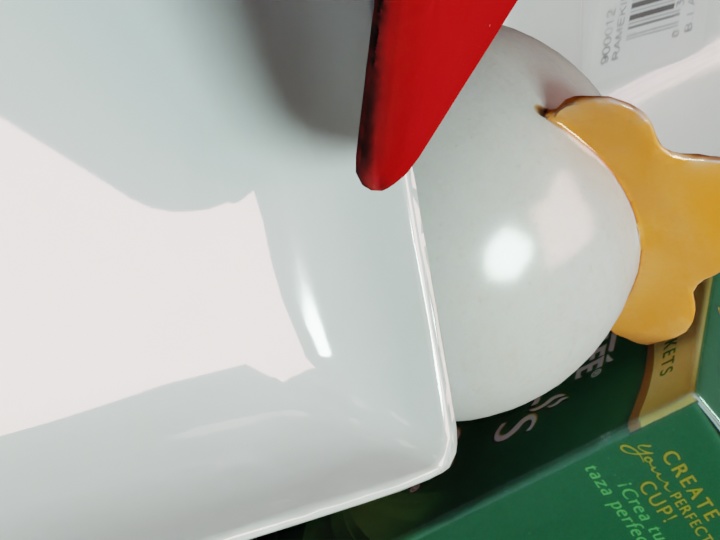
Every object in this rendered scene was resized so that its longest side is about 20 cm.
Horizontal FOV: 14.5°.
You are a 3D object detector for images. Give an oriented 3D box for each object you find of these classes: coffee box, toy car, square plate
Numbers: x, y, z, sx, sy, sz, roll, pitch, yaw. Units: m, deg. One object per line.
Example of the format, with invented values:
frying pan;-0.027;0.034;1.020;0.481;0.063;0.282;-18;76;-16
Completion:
coffee box;0.022;0.057;0.753;0.044;0.200;0.123;54;27;-17
toy car;0.000;0.000;0.687;0.177;0.199;0.185;72;29;-46
square plate;-0.074;-0.038;0.495;0.200;0.028;0.199;-15;98;-42

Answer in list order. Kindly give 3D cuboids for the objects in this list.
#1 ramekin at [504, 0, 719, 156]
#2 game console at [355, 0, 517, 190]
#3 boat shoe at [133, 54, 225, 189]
ramekin;0.063;-0.110;0.888;0.200;0.098;0.201;-29;132;-38
game console;0.012;-0.150;0.529;0.172;0.119;0.200;41;54;-14
boat shoe;-0.062;-0.089;0.619;0.200;0.073;0.063;-106;-160;-49
